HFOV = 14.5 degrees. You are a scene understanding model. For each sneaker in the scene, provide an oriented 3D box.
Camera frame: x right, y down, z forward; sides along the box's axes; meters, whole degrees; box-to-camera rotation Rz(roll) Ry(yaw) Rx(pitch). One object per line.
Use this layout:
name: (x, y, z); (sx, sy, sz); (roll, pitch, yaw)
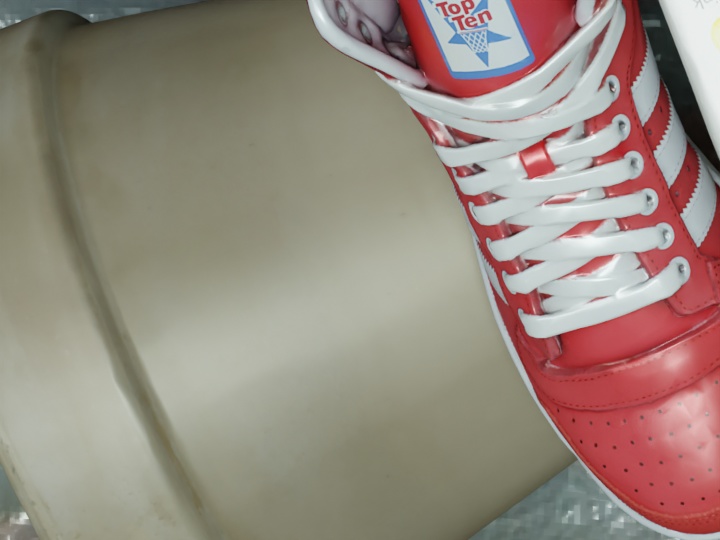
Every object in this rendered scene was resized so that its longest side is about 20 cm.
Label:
sneaker: (0.044, -0.029, 0.635); (0.071, 0.112, 0.200); (-20, 89, 13)

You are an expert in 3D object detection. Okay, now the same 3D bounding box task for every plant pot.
plant pot: (0.000, 0.000, 0.774); (0.173, 0.200, 0.200); (-22, 84, 9)

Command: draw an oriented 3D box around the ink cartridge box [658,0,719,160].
ink cartridge box: (0.152, -0.024, 0.622); (0.128, 0.125, 0.200); (-22, 85, 13)
